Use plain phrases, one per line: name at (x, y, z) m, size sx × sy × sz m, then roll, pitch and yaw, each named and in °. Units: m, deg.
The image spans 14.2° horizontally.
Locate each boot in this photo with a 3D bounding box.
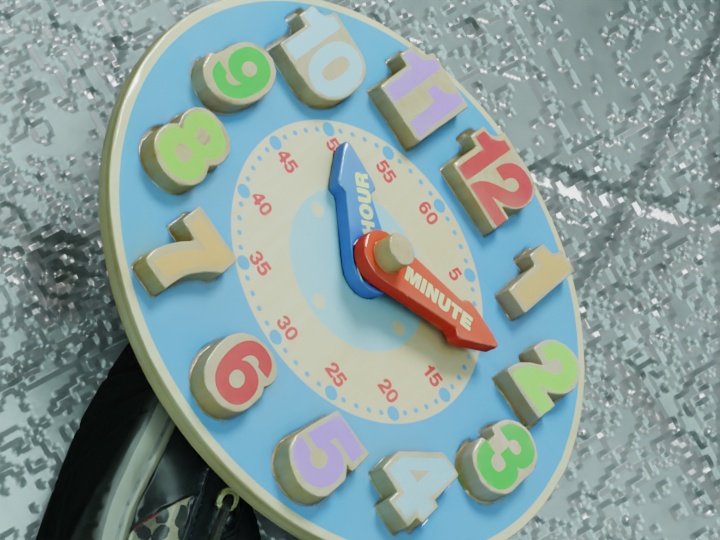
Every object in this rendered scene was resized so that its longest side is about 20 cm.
boot at (-0.029, 0.113, 0.940) m, size 0.154 × 0.073 × 0.204 m, roll 26°, pitch 66°, yaw -17°

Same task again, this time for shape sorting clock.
shape sorting clock at (0.000, 0.000, 0.946) m, size 0.200 × 0.039 × 0.200 m, roll 25°, pitch 50°, yaw -34°
